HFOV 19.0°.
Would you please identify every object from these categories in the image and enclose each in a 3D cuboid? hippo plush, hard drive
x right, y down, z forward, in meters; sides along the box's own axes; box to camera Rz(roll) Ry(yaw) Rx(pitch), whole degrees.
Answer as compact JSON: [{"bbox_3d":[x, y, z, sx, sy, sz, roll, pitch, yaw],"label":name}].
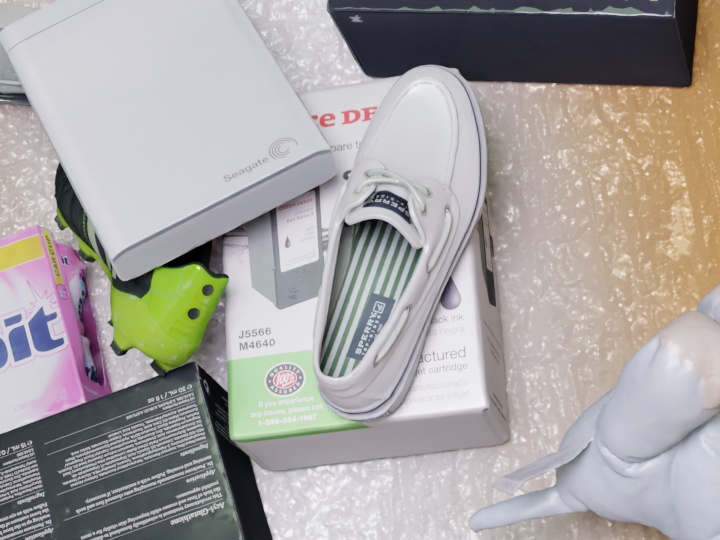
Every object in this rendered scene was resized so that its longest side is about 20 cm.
[{"bbox_3d":[0.191,0.108,1.085,0.200,0.159,0.161,-37,79,-20],"label":"hippo plush"},{"bbox_3d":[-0.111,-0.096,1.198,0.132,0.027,0.200,-27,51,-6],"label":"hard drive"}]

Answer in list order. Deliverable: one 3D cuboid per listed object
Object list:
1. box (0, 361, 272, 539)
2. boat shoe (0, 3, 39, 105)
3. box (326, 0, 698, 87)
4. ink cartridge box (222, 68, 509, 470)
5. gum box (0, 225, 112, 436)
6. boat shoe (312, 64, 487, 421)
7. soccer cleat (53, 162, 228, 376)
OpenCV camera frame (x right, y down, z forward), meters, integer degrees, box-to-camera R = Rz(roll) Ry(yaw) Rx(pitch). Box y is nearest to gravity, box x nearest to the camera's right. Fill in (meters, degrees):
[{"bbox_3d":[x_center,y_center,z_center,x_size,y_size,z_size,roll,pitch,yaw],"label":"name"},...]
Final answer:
[{"bbox_3d":[-0.155,0.157,1.200,0.199,0.079,0.142,-20,67,7],"label":"box"},{"bbox_3d":[-0.149,-0.110,1.295,0.200,0.070,0.072,13,88,21],"label":"boat shoe"},{"bbox_3d":[0.096,-0.210,1.239,0.199,0.104,0.183,4,73,15],"label":"box"},{"bbox_3d":[0.000,0.000,1.207,0.145,0.084,0.201,-8,71,11],"label":"ink cartridge box"},{"bbox_3d":[-0.244,0.063,1.257,0.199,0.066,0.114,-21,71,7],"label":"gum box"},{"bbox_3d":[0.021,-0.021,1.127,0.073,0.067,0.201,7,74,14],"label":"boat shoe"},{"bbox_3d":[-0.122,-0.022,1.222,0.081,0.067,0.200,-52,37,16],"label":"soccer cleat"}]
